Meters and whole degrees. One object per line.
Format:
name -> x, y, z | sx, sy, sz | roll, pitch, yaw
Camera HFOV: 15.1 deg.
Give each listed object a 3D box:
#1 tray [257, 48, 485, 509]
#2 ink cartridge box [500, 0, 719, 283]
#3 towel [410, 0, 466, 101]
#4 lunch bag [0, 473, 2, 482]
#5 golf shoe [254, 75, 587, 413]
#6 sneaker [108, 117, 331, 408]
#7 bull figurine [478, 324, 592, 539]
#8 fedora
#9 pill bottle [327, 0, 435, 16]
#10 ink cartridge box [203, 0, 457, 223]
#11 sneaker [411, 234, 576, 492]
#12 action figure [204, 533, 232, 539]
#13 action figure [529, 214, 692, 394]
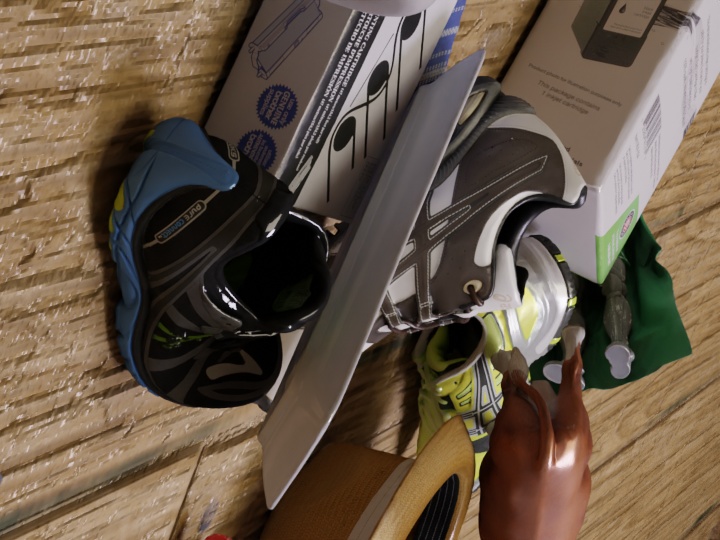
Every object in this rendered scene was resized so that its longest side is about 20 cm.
tray -> 0.000, 0.000, 1.183 | 0.107, 0.022, 0.200 | 123, -9, -61
ink cartridge box -> 0.151, -0.115, 1.600 | 0.200, 0.084, 0.146 | -60, 164, -17
towel -> 0.019, -0.134, 1.268 | 0.145, 0.024, 0.200 | -29, 139, -61
lunch bag -> -0.176, 0.063, 0.709 | 0.200, 0.132, 0.136 | -53, 160, -37
golf shoe -> 0.026, 0.005, 1.312 | 0.200, 0.094, 0.078 | -52, 168, 11
sneaker -> -0.054, 0.011, 1.122 | 0.071, 0.083, 0.200 | -59, 165, -23
bull figurine -> 0.096, 0.125, 1.564 | 0.200, 0.065, 0.122 | 103, -9, -49
fedora -> -0.009, 0.161, 1.495 | 0.201, 0.082, 0.201 | -57, 163, -29
pill bottle -> 0.021, -0.202, 0.994 | 0.200, 0.111, 0.111 | -62, 164, -10
ink cartridge box -> 0.005, -0.123, 1.154 | 0.200, 0.044, 0.094 | -65, 157, 5
sneaker -> 0.060, 0.059, 1.631 | 0.076, 0.075, 0.200 | -11, 136, -31
action figure -> -0.061, 0.216, 1.392 | 0.065, 0.099, 0.200 | -50, 156, -45
action figure -> 0.143, -0.013, 1.690 | 0.055, 0.118, 0.200 | 54, 27, -42
